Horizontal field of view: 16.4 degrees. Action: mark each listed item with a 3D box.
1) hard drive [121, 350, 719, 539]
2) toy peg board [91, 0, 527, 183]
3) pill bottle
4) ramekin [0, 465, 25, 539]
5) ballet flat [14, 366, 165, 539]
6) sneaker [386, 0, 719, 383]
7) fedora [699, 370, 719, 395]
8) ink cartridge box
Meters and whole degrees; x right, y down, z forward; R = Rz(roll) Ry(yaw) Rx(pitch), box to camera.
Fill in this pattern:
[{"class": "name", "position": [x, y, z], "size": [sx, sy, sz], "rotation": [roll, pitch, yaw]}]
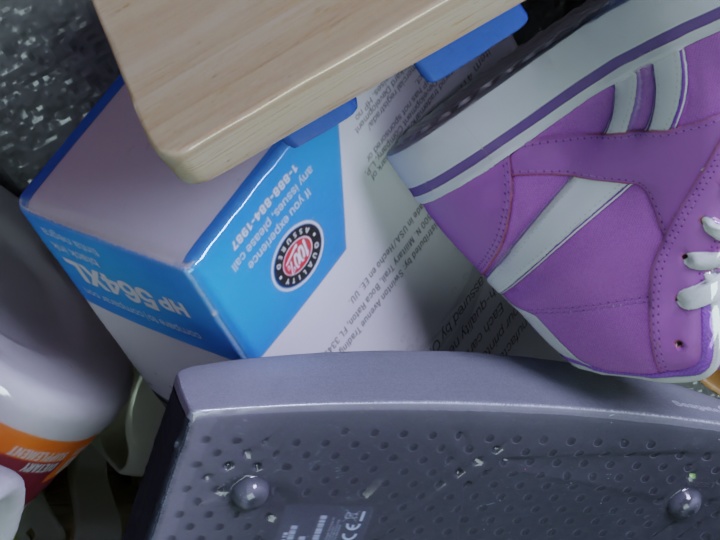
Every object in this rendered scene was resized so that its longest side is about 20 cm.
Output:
[{"class": "hard drive", "position": [0.020, 0.083, 0.771], "size": [0.199, 0.042, 0.136], "rotation": [4, 125, -25]}, {"class": "toy peg board", "position": [0.018, -0.133, 0.690], "size": [0.199, 0.200, 0.098], "rotation": [-29, 149, 8]}, {"class": "pill bottle", "position": [-0.180, 0.067, 0.840], "size": [0.114, 0.115, 0.200], "rotation": [30, 116, -36]}, {"class": "ramekin", "position": [-0.186, 0.121, 0.700], "size": [0.097, 0.201, 0.201], "rotation": [30, 121, 2]}, {"class": "ballet flat", "position": [-0.092, 0.062, 0.898], "size": [0.066, 0.067, 0.201], "rotation": [9, 127, -27]}, {"class": "sneaker", "position": [0.105, -0.035, 0.689], "size": [0.115, 0.073, 0.200], "rotation": [53, 141, -3]}, {"class": "fedora", "position": [0.175, -0.040, 0.778], "size": [0.199, 0.082, 0.202], "rotation": [-10, 110, -30]}, {"class": "ink cartridge box", "position": [0.000, 0.000, 0.820], "size": [0.146, 0.084, 0.200], "rotation": [-53, 138, -23]}]
